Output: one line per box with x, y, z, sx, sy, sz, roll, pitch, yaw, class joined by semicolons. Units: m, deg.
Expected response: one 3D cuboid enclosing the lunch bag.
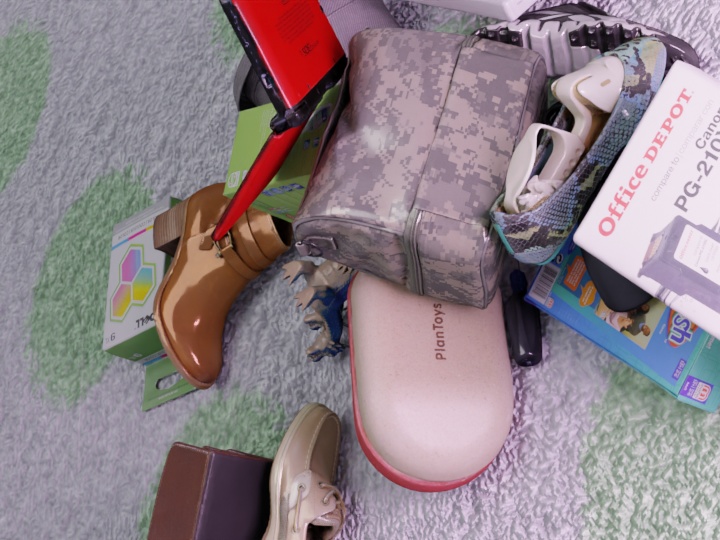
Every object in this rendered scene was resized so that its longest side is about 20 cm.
0.047;-0.088;1.437;0.140;0.167;0.201;80;-154;-67;lunch bag

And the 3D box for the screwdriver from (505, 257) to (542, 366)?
0.124;-0.013;1.505;0.028;0.029;0.201;-33;54;39;screwdriver

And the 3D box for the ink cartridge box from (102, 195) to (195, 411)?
-0.214;0.035;1.910;0.104;0.059;0.201;-24;55;44;ink cartridge box

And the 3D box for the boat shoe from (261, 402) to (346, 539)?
-0.042;0.212;1.590;0.065;0.072;0.201;0;63;31;boat shoe

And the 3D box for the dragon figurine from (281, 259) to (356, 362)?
0.000;0.000;1.625;0.200;0.099;0.059;-45;55;22;dragon figurine

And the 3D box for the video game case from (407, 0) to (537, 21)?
0.130;-0.285;1.567;0.182;0.023;0.200;-42;32;-17;video game case

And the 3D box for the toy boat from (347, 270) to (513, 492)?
0.050;0.090;1.504;0.131;0.130;0.201;108;162;-57;toy boat

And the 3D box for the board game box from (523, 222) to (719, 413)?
0.222;-0.005;1.361;0.200;0.045;0.153;37;102;55;board game box

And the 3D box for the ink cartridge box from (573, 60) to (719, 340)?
0.264;-0.027;1.220;0.200;0.084;0.145;35;102;28;ink cartridge box

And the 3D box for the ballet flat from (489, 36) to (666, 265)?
0.157;-0.101;1.335;0.074;0.074;0.201;9;66;54;ballet flat

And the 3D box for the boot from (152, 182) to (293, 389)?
-0.128;0.004;1.807;0.154;0.074;0.201;-21;71;29;boot

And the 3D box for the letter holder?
-0.148;0.260;1.660;0.142;0.100;0.201;5;82;56;letter holder

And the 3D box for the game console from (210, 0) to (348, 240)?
-0.087;-0.146;1.460;0.118;0.173;0.200;-25;12;17;game console

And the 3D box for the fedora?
-0.023;-0.196;1.718;0.200;0.177;0.090;-40;73;-8;fedora

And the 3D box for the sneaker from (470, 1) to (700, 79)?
0.188;-0.182;1.474;0.199;0.090;0.067;8;121;34;sneaker

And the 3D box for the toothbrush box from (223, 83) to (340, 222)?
-0.003;-0.094;1.621;0.199;0.145;0.087;-7;67;52;toothbrush box

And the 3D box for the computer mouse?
0.172;-0.060;1.378;0.140;0.046;0.201;-19;57;46;computer mouse
